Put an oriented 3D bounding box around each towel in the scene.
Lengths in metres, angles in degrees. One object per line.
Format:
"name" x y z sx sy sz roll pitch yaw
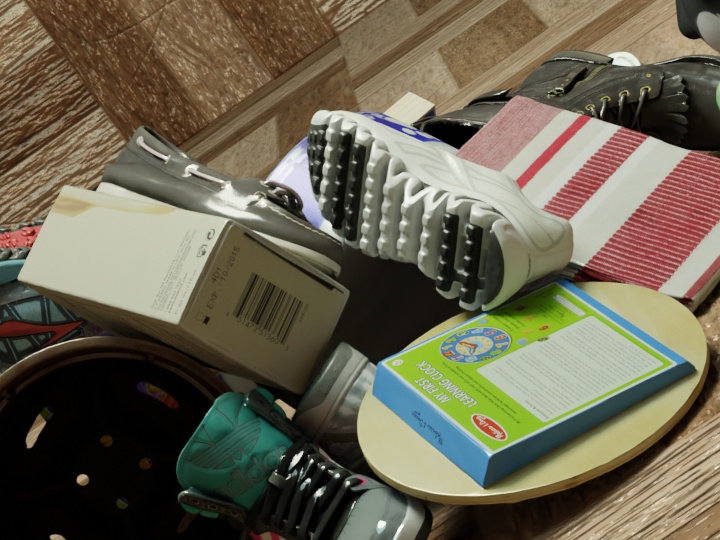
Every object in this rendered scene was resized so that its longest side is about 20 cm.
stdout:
"towel" 0.147 -0.041 1.581 0.200 0.023 0.144 20 44 27

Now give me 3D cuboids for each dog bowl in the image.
"dog bowl" 0.000 0.000 1.672 0.079 0.200 0.200 30 57 30

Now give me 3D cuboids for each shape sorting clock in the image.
"shape sorting clock" 0.095 0.067 1.415 0.200 0.039 0.200 -12 28 6

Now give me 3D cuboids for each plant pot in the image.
"plant pot" -0.160 0.137 1.630 0.200 0.200 0.198 -36 4 -4

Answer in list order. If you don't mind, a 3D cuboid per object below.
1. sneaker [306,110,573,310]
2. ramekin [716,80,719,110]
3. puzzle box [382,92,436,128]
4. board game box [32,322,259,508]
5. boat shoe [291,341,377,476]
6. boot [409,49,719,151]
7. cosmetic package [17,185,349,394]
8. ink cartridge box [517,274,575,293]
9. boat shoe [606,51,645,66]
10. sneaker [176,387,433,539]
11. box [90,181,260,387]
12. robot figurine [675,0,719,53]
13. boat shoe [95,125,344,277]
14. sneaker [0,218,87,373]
"sneaker" 0.043 -0.040 1.531 0.081 0.075 0.200 -16 38 -38
"ramekin" 0.305 -0.113 1.493 0.200 0.098 0.200 -34 11 8
"puzzle box" 0.008 -0.011 1.781 0.025 0.200 0.133 29 55 30
"board game box" -0.153 0.082 1.793 0.134 0.200 0.045 -37 43 -5
"boat shoe" -0.003 0.099 1.563 0.074 0.065 0.202 -57 -7 -18
"boot" 0.156 -0.095 1.727 0.200 0.069 0.174 7 22 32
"cosmetic package" -0.110 0.009 1.546 0.200 0.105 0.071 13 75 53
"ink cartridge box" 0.106 0.050 1.556 0.099 0.039 0.200 -26 15 39
"boat shoe" 0.153 -0.082 1.954 0.200 0.062 0.073 -43 48 17
"sneaker" -0.040 0.122 1.440 0.084 0.121 0.200 -57 16 -11
"box" -0.151 0.025 1.996 0.149 0.200 0.124 -35 13 2
"robot figurine" 0.310 -0.224 1.866 0.150 0.125 0.200 -45 14 -28
"boat shoe" -0.083 -0.047 1.575 0.200 0.067 0.057 17 79 40
"sneaker" -0.221 0.022 1.681 0.200 0.096 0.079 -7 25 -11
